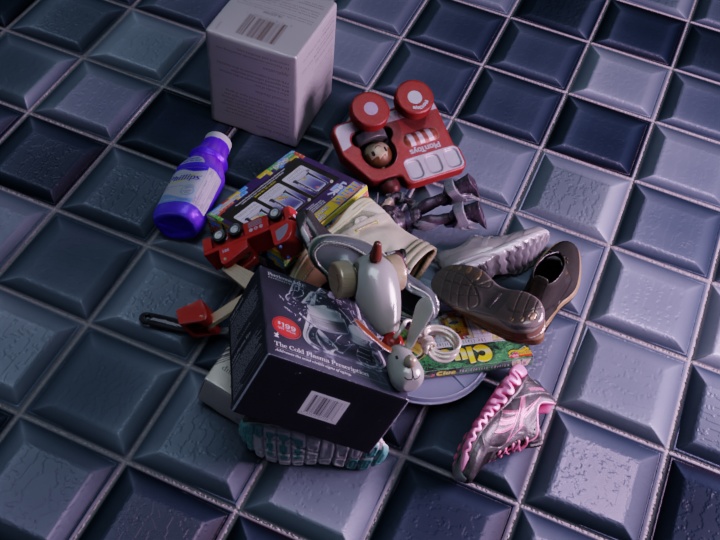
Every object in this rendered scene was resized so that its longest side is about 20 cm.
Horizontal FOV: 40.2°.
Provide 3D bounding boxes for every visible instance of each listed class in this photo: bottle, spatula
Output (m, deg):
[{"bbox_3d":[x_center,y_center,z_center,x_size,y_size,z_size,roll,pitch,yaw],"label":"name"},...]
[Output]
[{"bbox_3d":[-0.260,-0.140,1.575,0.083,0.065,0.200,-3,47,26],"label":"bottle"},{"bbox_3d":[-0.224,0.086,1.432,0.200,0.021,0.057,9,57,3],"label":"spatula"}]

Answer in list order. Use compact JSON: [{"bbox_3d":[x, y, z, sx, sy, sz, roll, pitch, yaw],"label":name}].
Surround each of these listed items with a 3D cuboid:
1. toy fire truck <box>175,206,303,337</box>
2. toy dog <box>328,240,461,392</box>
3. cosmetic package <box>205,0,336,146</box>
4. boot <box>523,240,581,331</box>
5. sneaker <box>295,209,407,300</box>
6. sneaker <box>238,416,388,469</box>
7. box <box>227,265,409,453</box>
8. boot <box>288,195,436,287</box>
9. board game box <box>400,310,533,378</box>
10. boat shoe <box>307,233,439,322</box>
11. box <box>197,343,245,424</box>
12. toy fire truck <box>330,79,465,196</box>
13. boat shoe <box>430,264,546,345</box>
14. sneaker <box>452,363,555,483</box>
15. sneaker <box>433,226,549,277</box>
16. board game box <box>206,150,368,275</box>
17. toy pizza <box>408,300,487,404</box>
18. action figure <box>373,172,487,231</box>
[{"bbox_3d":[-0.169,0.002,1.411,0.200,0.049,0.141,-21,56,9],"label":"toy fire truck"},{"bbox_3d":[0.037,0.043,1.233,0.132,0.096,0.200,-31,65,-29],"label":"toy dog"},{"bbox_3d":[-0.150,-0.354,1.676,0.167,0.200,0.166,20,53,10],"label":"cosmetic package"},{"bbox_3d":[0.297,-0.004,1.478,0.077,0.138,0.200,22,52,12],"label":"boot"},{"bbox_3d":[0.001,-0.021,1.396,0.115,0.076,0.200,-31,99,7],"label":"sneaker"},{"bbox_3d":[-0.063,0.210,1.323,0.200,0.078,0.091,9,44,-9],"label":"sneaker"},{"bbox_3d":[-0.060,0.113,1.266,0.200,0.104,0.182,21,29,-23],"label":"box"},{"bbox_3d":[0.000,0.000,1.467,0.155,0.072,0.200,37,76,22],"label":"boot"},{"bbox_3d":[0.138,0.102,1.412,0.200,0.023,0.105,-7,52,-11],"label":"board game box"},{"bbox_3d":[0.020,0.013,1.334,0.200,0.073,0.062,31,9,-7],"label":"boat shoe"},{"bbox_3d":[-0.139,0.113,1.380,0.082,0.068,0.200,31,54,2],"label":"box"},{"bbox_3d":[0.061,-0.211,1.652,0.200,0.112,0.168,-19,74,-18],"label":"toy fire truck"},{"bbox_3d":[0.180,0.055,1.400,0.076,0.072,0.200,-43,44,-16],"label":"boat shoe"},{"bbox_3d":[0.201,0.220,1.340,0.095,0.079,0.200,36,58,8],"label":"sneaker"},{"bbox_3d":[0.206,-0.035,1.536,0.200,0.075,0.082,-18,48,-24],"label":"sneaker"},{"bbox_3d":[-0.111,-0.092,1.545,0.165,0.057,0.200,29,54,30],"label":"board game box"},{"bbox_3d":[0.089,0.115,1.431,0.200,0.032,0.200,3,48,-3],"label":"toy pizza"},{"bbox_3d":[0.092,-0.082,1.552,0.200,0.069,0.130,-14,60,14],"label":"action figure"}]
